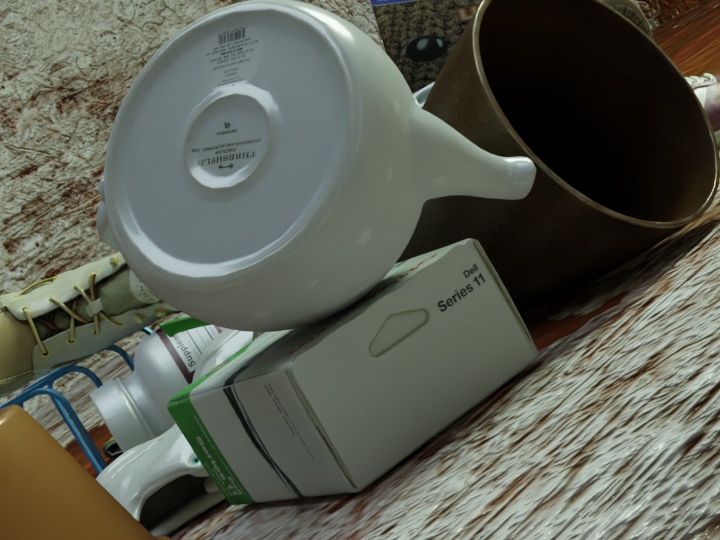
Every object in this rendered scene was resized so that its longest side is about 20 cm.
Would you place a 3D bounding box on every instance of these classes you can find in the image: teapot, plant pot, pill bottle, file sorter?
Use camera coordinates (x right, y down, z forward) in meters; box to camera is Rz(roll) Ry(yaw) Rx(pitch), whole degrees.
[{"bbox_3d":[-0.042,-0.047,0.997,0.198,0.200,0.146,-52,-33,4],"label":"teapot"},{"bbox_3d":[-0.190,0.160,0.852,0.199,0.140,0.200,-32,5,3],"label":"plant pot"},{"bbox_3d":[-0.092,0.074,1.286,0.199,0.113,0.113,-32,5,-8],"label":"pill bottle"},{"bbox_3d":[0.096,-0.051,1.132,0.187,0.187,0.200,-36,-8,-47],"label":"plant pot"},{"bbox_3d":[-0.226,0.144,1.368,0.138,0.123,0.200,-28,5,30],"label":"file sorter"}]

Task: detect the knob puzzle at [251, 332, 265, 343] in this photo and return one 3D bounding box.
[{"bbox_3d":[0.000,0.000,1.207,0.030,0.221,0.219,4,24,32],"label":"knob puzzle"}]

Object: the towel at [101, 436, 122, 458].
[{"bbox_3d":[-0.185,0.135,1.809,0.143,0.023,0.200,-32,4,10],"label":"towel"}]

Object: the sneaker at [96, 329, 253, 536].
[{"bbox_3d":[-0.092,0.111,1.166,0.200,0.075,0.088,-49,24,-7],"label":"sneaker"}]

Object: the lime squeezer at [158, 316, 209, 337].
[{"bbox_3d":[-0.047,-0.007,1.225,0.200,0.071,0.038,-46,-1,-10],"label":"lime squeezer"}]

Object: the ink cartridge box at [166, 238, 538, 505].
[{"bbox_3d":[-0.009,0.064,1.032,0.146,0.083,0.200,-34,5,-25],"label":"ink cartridge box"}]

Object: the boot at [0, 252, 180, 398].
[{"bbox_3d":[-0.207,0.030,1.305,0.154,0.072,0.200,-20,4,42],"label":"boot"}]

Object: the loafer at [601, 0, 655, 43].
[{"bbox_3d":[0.173,-0.128,1.282,0.075,0.201,0.068,-17,47,-7],"label":"loafer"}]

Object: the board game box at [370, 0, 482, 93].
[{"bbox_3d":[0.096,-0.203,1.308,0.158,0.097,0.200,-7,-27,9],"label":"board game box"}]

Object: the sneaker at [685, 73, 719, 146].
[{"bbox_3d":[0.246,-0.131,1.385,0.199,0.090,0.075,-32,5,-1],"label":"sneaker"}]

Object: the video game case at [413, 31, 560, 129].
[{"bbox_3d":[0.115,-0.078,1.237,0.181,0.200,0.023,-30,47,6],"label":"video game case"}]
